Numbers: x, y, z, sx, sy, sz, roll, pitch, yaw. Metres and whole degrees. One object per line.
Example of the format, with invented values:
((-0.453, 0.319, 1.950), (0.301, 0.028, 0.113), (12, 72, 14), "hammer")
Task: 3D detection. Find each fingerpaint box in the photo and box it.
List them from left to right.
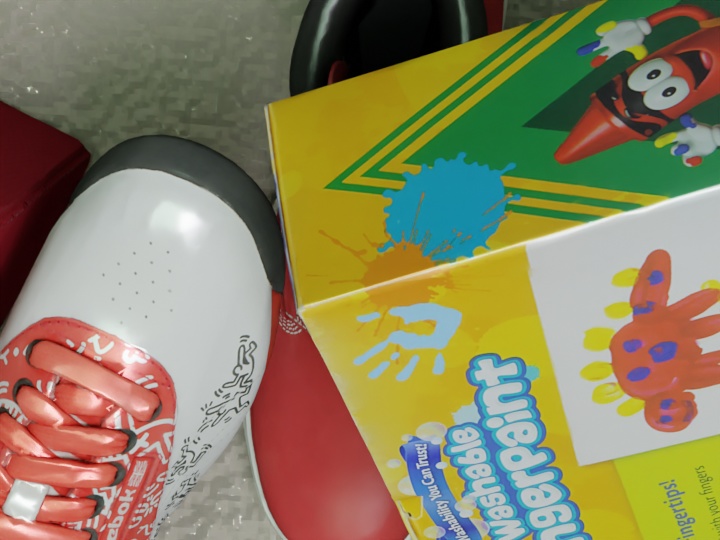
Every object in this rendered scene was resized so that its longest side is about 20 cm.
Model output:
((0.086, 0.021, 0.667), (0.166, 0.073, 0.200), (-17, 138, 8), "fingerpaint box")

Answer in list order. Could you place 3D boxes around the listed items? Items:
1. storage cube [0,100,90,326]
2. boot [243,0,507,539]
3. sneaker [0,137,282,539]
((-0.198, 0.008, 0.731), (0.171, 0.180, 0.200), (29, 100, -1), "storage cube")
((0.000, 0.000, 0.732), (0.072, 0.144, 0.201), (8, 102, 2), "boot")
((-0.084, 0.066, 0.695), (0.067, 0.108, 0.202), (29, 128, -2), "sneaker")
